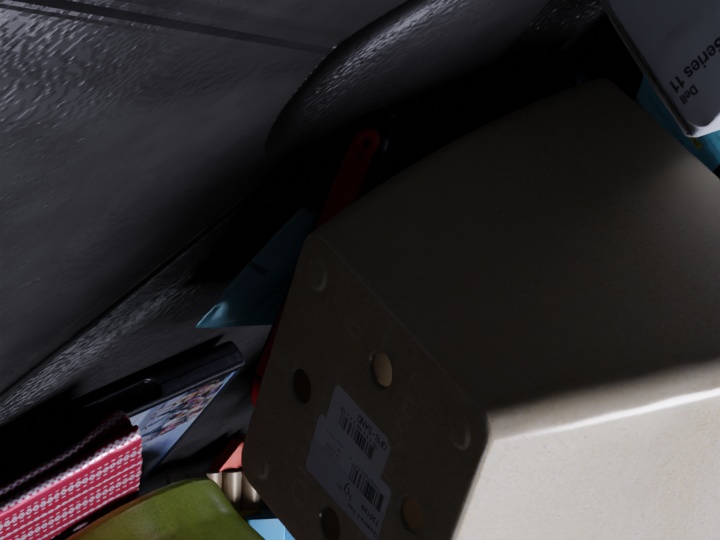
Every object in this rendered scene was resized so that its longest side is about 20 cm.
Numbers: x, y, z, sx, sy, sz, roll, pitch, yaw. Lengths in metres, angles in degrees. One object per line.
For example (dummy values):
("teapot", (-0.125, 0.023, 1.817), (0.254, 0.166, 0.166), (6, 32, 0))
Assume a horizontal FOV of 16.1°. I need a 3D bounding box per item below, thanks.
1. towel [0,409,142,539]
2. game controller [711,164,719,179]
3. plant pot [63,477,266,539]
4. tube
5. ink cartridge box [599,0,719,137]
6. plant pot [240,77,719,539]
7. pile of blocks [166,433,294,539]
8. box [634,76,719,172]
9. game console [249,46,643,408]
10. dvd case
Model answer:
("towel", (-0.172, 0.132, 1.248), (0.144, 0.023, 0.200), (-30, 167, -15))
("game controller", (0.185, -0.033, 1.162), (0.104, 0.042, 0.200), (-1, 142, -39))
("plant pot", (-0.083, 0.217, 1.287), (0.200, 0.193, 0.200), (-31, 167, -8))
("tube", (0.000, 0.000, 1.215), (0.077, 0.050, 0.200), (-52, 158, 19))
("ink cartridge box", (0.220, -0.145, 1.118), (0.200, 0.083, 0.147), (-19, 161, -48))
("plant pot", (0.067, 0.059, 1.093), (0.177, 0.200, 0.200), (-10, 133, -36))
("pile of blocks", (-0.048, 0.126, 1.502), (0.082, 0.062, 0.200), (4, -170, 24))
("box", (0.192, -0.077, 1.309), (0.200, 0.082, 0.049), (-20, 161, -48))
("game console", (0.040, -0.016, 1.184), (0.200, 0.031, 0.177), (-20, 138, -45))
("dvd case", (-0.161, 0.103, 1.258), (0.200, 0.018, 0.143), (-23, 163, -37))
